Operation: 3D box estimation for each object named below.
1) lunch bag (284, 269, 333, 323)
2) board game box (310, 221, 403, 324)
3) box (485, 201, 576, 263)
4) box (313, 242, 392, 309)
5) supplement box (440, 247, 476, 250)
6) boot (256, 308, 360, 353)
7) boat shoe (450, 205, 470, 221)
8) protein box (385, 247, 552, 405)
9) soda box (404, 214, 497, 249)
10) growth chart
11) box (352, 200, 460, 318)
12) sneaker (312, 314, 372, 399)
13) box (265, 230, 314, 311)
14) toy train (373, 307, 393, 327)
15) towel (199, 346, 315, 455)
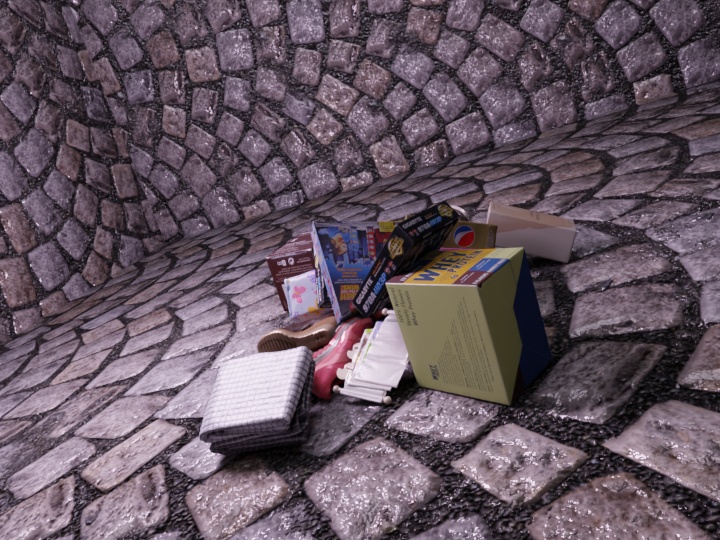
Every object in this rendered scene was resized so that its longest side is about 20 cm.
[{"bbox_3d":[-0.062,0.066,1.450,0.165,0.131,0.199,-17,-15,17],"label":"lunch bag"},{"bbox_3d":[0.000,0.004,1.236,0.194,0.206,0.062,0,-21,-10],"label":"board game box"},{"bbox_3d":[0.383,-0.089,1.383,0.194,0.080,0.095,13,23,8],"label":"box"},{"bbox_3d":[0.000,0.000,1.319,0.194,0.163,0.046,2,-22,-20],"label":"box"},{"bbox_3d":[0.199,0.003,1.258,0.195,0.088,0.110,4,-6,27],"label":"supplement box"},{"bbox_3d":[-0.107,0.136,1.301,0.195,0.074,0.166,-14,5,22],"label":"boot"},{"bbox_3d":[0.183,-0.106,1.447,0.059,0.073,0.198,-32,15,-26],"label":"boat shoe"},{"bbox_3d":[0.176,0.083,0.994,0.134,0.203,0.197,-31,19,-36],"label":"protein box"},{"bbox_3d":[0.190,-0.077,1.303,0.194,0.066,0.068,7,7,1],"label":"soda box"},{"bbox_3d":[0.040,0.151,1.102,0.142,0.018,0.202,11,59,40],"label":"growth chart"},{"bbox_3d":[0.081,-0.019,1.090,0.158,0.046,0.202,-28,-25,-45],"label":"box"},{"bbox_3d":[-0.031,0.171,1.172,0.086,0.075,0.200,34,60,25],"label":"sneaker"},{"bbox_3d":[-0.130,-0.008,1.700,0.162,0.168,0.200,-9,19,31],"label":"box"},{"bbox_3d":[0.126,0.074,1.239,0.198,0.086,0.115,-33,4,-39],"label":"toy train"},{"bbox_3d":[-0.172,0.228,1.065,0.195,0.087,0.168,-14,38,20],"label":"towel"}]
